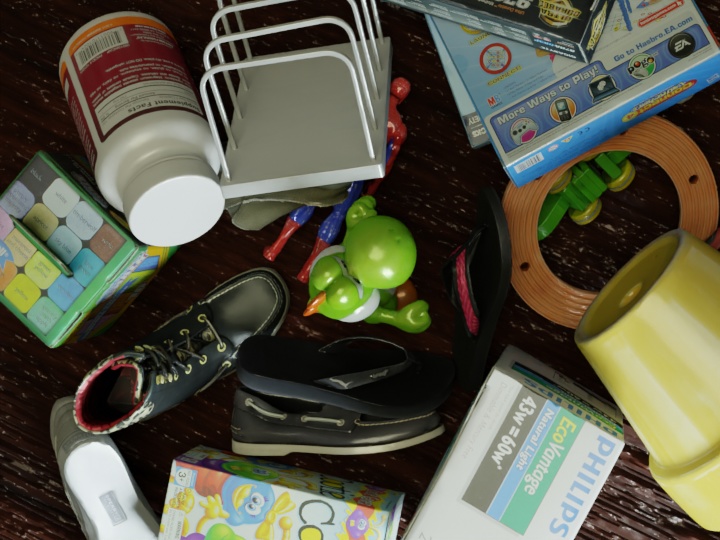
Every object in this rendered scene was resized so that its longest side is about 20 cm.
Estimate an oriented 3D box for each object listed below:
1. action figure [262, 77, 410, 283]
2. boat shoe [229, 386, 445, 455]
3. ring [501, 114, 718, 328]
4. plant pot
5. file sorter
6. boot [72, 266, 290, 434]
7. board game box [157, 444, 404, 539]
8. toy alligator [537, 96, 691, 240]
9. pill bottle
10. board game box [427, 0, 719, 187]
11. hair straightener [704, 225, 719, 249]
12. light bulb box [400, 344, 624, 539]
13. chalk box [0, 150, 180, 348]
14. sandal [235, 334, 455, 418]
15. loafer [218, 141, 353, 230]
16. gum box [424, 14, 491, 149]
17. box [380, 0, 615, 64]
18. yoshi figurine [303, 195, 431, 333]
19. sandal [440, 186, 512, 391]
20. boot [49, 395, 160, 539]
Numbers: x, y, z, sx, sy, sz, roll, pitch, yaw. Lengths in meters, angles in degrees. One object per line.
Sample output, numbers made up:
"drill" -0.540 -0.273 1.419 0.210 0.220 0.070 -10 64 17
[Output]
"action figure" -0.014 -0.087 1.509 0.065 0.052 0.201 34 103 2
"boat shoe" -0.024 0.129 1.509 0.197 0.073 0.064 -4 95 14
"ring" 0.213 -0.044 1.453 0.198 0.019 0.203 -4 113 -9
"plant pot" 0.284 0.077 1.377 0.189 0.201 0.201 42 98 -6
"file sorter" -0.054 -0.177 1.420 0.137 0.201 0.125 -8 128 10
"boot" -0.157 0.075 1.486 0.203 0.154 0.074 -36 87 9
"board game box" -0.071 0.233 1.504 0.198 0.105 0.104 13 94 8
"toy alligator" 0.213 -0.108 1.472 0.200 0.054 0.059 -46 123 9
"pill bottle" -0.187 -0.122 1.462 0.112 0.113 0.201 -31 54 9
"board game box" 0.171 -0.204 1.398 0.198 0.056 0.197 -27 69 8
"hair straightener" 0.330 -0.005 1.453 0.077 0.041 0.200 42 100 -13
"light bulb box" 0.126 0.184 1.422 0.124 0.200 0.200 29 96 6
"chalk box" -0.261 -0.019 1.475 0.125 0.200 0.124 43 98 6
"sandal" -0.010 0.087 1.481 0.198 0.076 0.043 5 128 -8
"loafer" -0.079 -0.073 1.486 0.199 0.075 0.071 9 112 45
"gum box" 0.144 -0.231 1.481 0.168 0.045 0.202 -20 90 9
"box" 0.123 -0.275 1.377 0.198 0.046 0.160 20 81 21
"yoshi figurine" 0.015 -0.003 1.432 0.111 0.200 0.113 17 94 8
"sandal" 0.093 0.022 1.448 0.045 0.075 0.202 -1 125 -14
"boot" -0.231 0.207 1.546 0.073 0.096 0.202 -20 122 -10
